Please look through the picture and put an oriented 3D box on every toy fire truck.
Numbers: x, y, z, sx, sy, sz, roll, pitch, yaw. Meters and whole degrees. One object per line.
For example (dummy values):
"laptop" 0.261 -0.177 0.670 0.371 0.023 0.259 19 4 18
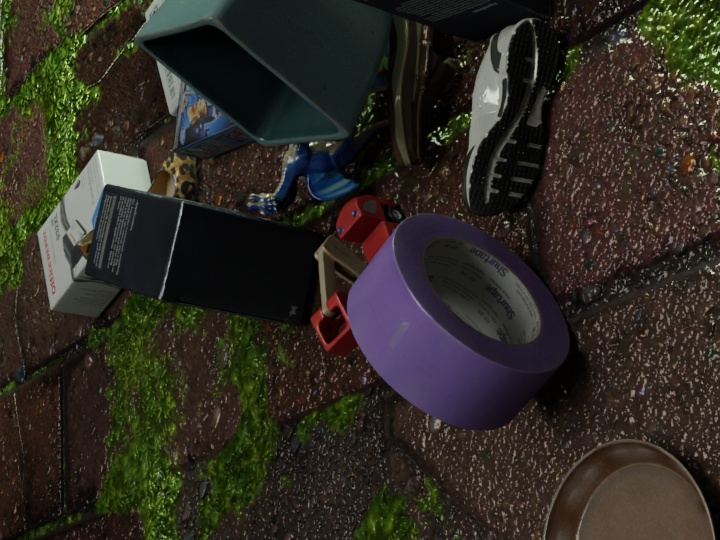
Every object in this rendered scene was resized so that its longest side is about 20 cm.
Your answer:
"toy fire truck" 0.000 0.000 1.582 0.049 0.140 0.201 -47 48 35

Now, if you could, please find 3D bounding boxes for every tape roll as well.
"tape roll" 0.092 0.046 1.401 0.085 0.199 0.201 -52 45 30

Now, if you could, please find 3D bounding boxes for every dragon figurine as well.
"dragon figurine" -0.035 -0.115 1.691 0.059 0.198 0.100 -105 5 -74

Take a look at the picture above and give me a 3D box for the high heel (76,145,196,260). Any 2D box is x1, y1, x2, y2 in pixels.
"high heel" -0.296 -0.094 1.993 0.071 0.142 0.201 19 96 53

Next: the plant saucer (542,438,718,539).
"plant saucer" 0.239 0.248 1.297 0.200 0.034 0.202 -17 68 51

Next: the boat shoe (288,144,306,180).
"boat shoe" -0.057 -0.207 1.764 0.086 0.074 0.203 10 87 53

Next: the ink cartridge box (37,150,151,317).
"ink cartridge box" -0.375 -0.050 2.136 0.200 0.083 0.146 -46 48 37

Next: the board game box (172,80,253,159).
"board game box" -0.151 -0.244 1.900 0.199 0.061 0.202 6 89 50

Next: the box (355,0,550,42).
"box" 0.087 -0.357 1.506 0.117 0.199 0.198 -12 72 50

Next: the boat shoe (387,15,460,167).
"boat shoe" 0.069 -0.213 1.598 0.074 0.075 0.204 -1 93 10

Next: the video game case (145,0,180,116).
"video game case" -0.231 -0.345 2.071 0.182 0.022 0.201 -46 47 36

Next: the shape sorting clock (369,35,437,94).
"shape sorting clock" 0.007 -0.296 1.683 0.199 0.039 0.202 -4 79 22

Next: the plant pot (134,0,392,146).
"plant pot" -0.080 -0.272 1.582 0.195 0.196 0.201 1 58 58

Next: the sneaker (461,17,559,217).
"sneaker" 0.144 -0.152 1.503 0.080 0.073 0.201 18 92 67

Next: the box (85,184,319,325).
"box" -0.189 -0.019 1.777 0.199 0.196 0.118 15 92 53
